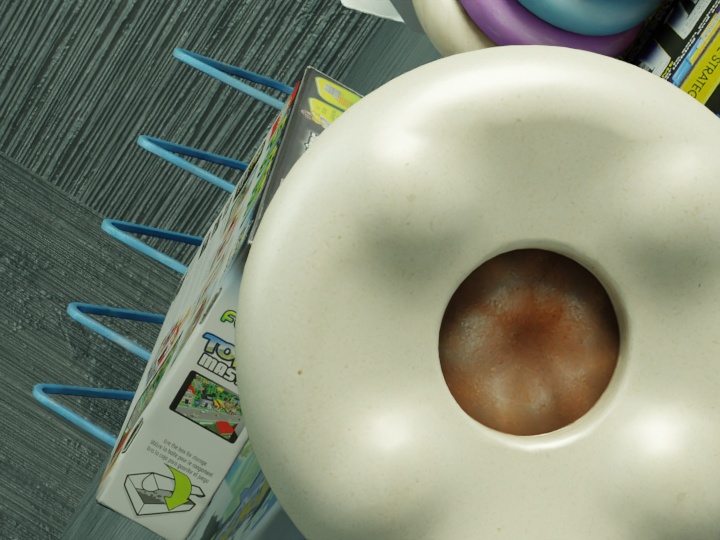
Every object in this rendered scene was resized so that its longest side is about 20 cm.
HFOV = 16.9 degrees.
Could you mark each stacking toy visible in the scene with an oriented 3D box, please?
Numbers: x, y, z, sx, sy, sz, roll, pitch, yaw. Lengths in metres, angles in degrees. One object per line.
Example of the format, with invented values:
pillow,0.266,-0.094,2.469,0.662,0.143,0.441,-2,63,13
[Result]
stacking toy,0.096,-0.136,0.791,0.200,0.085,0.085,-43,15,52
stacking toy,0.029,0.014,0.676,0.146,0.146,0.200,-58,9,-2

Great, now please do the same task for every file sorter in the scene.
file sorter,-0.058,0.005,1.224,0.139,0.123,0.200,12,-77,-59

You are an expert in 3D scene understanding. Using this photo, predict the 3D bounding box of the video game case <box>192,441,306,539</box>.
video game case,-0.027,0.078,1.037,0.200,0.022,0.182,-53,7,35

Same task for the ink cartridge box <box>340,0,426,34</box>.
ink cartridge box,0.078,-0.155,1.026,0.200,0.067,0.117,17,69,37

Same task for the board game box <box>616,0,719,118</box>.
board game box,0.107,-0.039,0.811,0.200,0.057,0.165,-56,4,11

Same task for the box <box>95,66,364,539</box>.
box,-0.040,0.006,0.874,0.110,0.035,0.200,-58,7,21
